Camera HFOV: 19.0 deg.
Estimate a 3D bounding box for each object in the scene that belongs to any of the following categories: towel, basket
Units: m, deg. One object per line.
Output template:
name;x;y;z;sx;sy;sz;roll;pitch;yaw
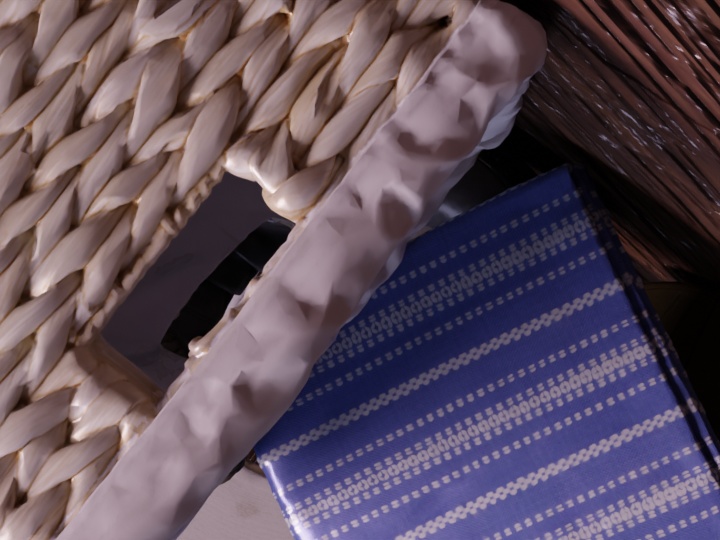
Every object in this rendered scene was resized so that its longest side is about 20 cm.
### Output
towel;0.053;0.084;0.683;0.201;0.144;0.024;65;-161;7
basket;-0.072;-0.022;0.588;0.161;0.199;0.200;38;179;2

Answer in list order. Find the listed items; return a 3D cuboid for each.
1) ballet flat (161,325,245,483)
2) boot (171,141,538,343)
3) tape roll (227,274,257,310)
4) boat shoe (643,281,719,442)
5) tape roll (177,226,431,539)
ballet flat;-0.119;0.024;0.743;0.199;0.046;0.068;31;137;32
boot;-0.026;-0.017;0.762;0.199;0.132;0.070;34;177;22
tape roll;-0.119;-0.031;0.977;0.071;0.203;0.202;36;177;-34
boat shoe;0.141;0.058;0.719;0.063;0.073;0.200;41;168;-32
tape roll;-0.021;0.032;0.812;0.202;0.203;0.037;34;164;3
